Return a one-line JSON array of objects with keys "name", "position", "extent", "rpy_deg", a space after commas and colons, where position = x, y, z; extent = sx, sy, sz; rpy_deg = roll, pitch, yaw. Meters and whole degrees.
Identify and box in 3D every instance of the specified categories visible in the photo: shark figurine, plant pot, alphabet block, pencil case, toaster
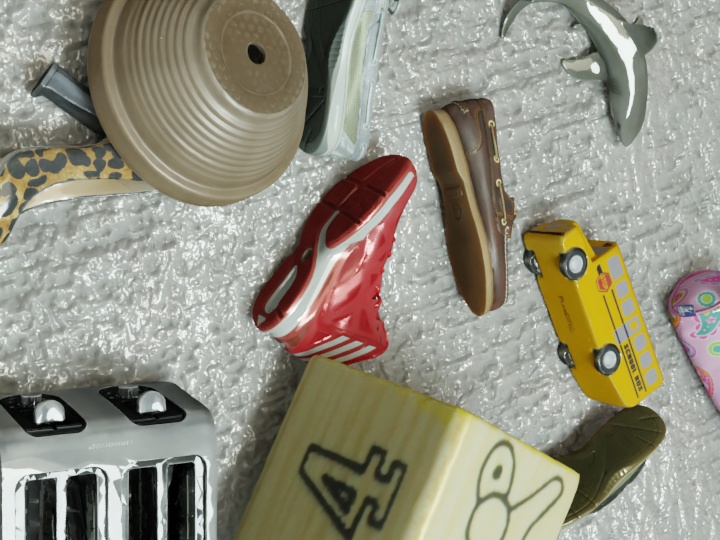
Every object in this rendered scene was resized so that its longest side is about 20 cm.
[{"name": "shark figurine", "position": [0.241, -0.234, 1.256], "extent": [0.214, 0.089, 0.129], "rpy_deg": [38, 75, -30]}, {"name": "plant pot", "position": [-0.107, -0.158, 1.019], "extent": [0.200, 0.092, 0.203], "rpy_deg": [11, 74, -40]}, {"name": "alphabet block", "position": [0.036, 0.214, 1.093], "extent": [0.195, 0.195, 0.202], "rpy_deg": [33, 77, -45]}, {"name": "pencil case", "position": [0.404, 0.093, 1.385], "extent": [0.087, 0.087, 0.201], "rpy_deg": [-40, 114, -21]}, {"name": "toaster", "position": [-0.215, 0.193, 1.007], "extent": [0.179, 0.118, 0.202], "rpy_deg": [-2, 96, -30]}]

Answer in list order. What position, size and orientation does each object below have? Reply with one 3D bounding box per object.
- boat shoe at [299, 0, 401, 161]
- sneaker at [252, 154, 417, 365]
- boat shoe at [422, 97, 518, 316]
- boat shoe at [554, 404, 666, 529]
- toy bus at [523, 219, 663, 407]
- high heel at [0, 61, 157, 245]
[{"name": "boat shoe", "position": [-0.006, -0.198, 1.121], "extent": [0.064, 0.074, 0.204], "rpy_deg": [7, 95, -37]}, {"name": "sneaker", "position": [0.000, 0.000, 1.152], "extent": [0.200, 0.078, 0.116], "rpy_deg": [-49, 125, -4]}, {"name": "boat shoe", "position": [0.115, -0.061, 1.204], "extent": [0.070, 0.070, 0.202], "rpy_deg": [-16, 103, -24]}, {"name": "boat shoe", "position": [0.229, 0.216, 1.302], "extent": [0.200, 0.072, 0.066], "rpy_deg": [-35, 145, -16]}, {"name": "toy bus", "position": [0.234, 0.040, 1.289], "extent": [0.078, 0.065, 0.202], "rpy_deg": [-31, 110, -25]}, {"name": "high heel", "position": [-0.226, -0.045, 1.000], "extent": [0.142, 0.071, 0.201], "rpy_deg": [34, 69, -22]}]
